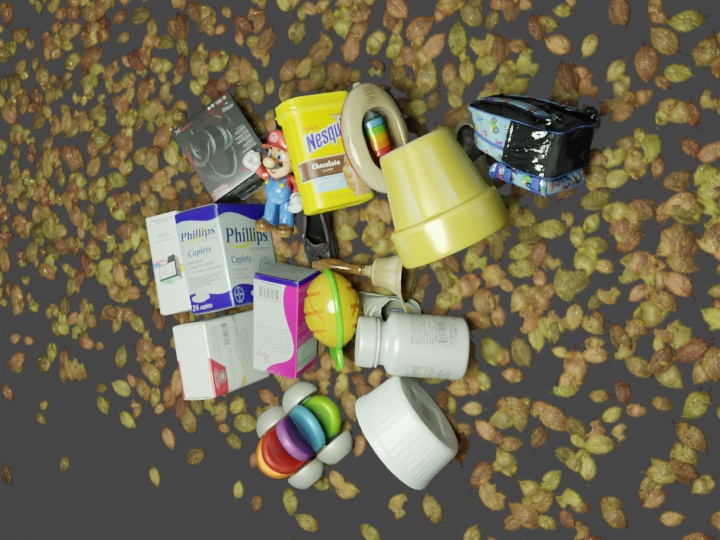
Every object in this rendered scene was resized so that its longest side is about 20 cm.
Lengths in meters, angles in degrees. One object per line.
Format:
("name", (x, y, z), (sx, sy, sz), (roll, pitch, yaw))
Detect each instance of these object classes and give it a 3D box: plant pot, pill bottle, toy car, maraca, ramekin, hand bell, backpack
("plant pot", (0.127, -0.131, 1.255), (0.198, 0.201, 0.191), (-22, 97, 22))
("pill bottle", (0.092, 0.136, 1.351), (0.196, 0.114, 0.116), (4, 95, -5))
("toy car", (-0.128, 0.335, 1.475), (0.200, 0.150, 0.176), (-43, 77, 19))
("maraca", (-0.052, 0.094, 1.411), (0.105, 0.138, 0.203), (-8, 118, -9))
("ramekin", (0.091, 0.288, 1.359), (0.097, 0.200, 0.201), (-40, 78, 12))
("hand bell", (0.000, 0.000, 1.422), (0.197, 0.104, 0.106), (5, 95, 20))
("backpack", (0.278, -0.224, 1.261), (0.198, 0.181, 0.137), (25, 120, 33))

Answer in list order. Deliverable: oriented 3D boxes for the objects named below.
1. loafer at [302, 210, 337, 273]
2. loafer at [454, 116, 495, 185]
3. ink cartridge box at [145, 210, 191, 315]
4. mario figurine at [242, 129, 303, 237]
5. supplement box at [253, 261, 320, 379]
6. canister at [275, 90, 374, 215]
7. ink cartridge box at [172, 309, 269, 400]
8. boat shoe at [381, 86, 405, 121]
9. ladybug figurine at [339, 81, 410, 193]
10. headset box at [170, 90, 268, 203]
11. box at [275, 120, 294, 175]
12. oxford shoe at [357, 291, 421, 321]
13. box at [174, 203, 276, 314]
("loafer", (-0.088, -0.073, 1.456), (0.071, 0.063, 0.203), (7, 113, 18))
("loafer", (0.201, -0.180, 1.350), (0.075, 0.068, 0.204), (-11, 89, 23))
("ink cartridge box", (-0.361, -0.018, 1.555), (0.083, 0.144, 0.204), (-10, 89, 23))
("mario figurine", (-0.169, -0.169, 1.431), (0.121, 0.106, 0.203), (3, 106, -8))
("supplement box", (-0.148, 0.098, 1.477), (0.100, 0.103, 0.203), (11, 108, 21))
("canister", (-0.062, -0.216, 1.372), (0.086, 0.147, 0.203), (-16, 89, 62))
("ink cartridge box", (-0.279, 0.167, 1.502), (0.084, 0.199, 0.150), (-10, 89, 23))
("boat shoe", (0.053, -0.245, 1.407), (0.071, 0.072, 0.203), (-18, 86, 24))
("ladybug figurine", (0.021, -0.236, 1.327), (0.072, 0.134, 0.203), (-1, 108, 57))
("headset box", (-0.271, -0.237, 1.522), (0.148, 0.077, 0.201), (-33, 78, 2))
("box", (-0.068, -0.234, 1.473), (0.197, 0.049, 0.163), (-4, 93, 23))
("oxford shoe", (0.020, 0.082, 1.449), (0.197, 0.058, 0.077), (-1, 97, 25))
("box", (-0.261, -0.027, 1.492), (0.103, 0.183, 0.203), (-12, 89, 25))
